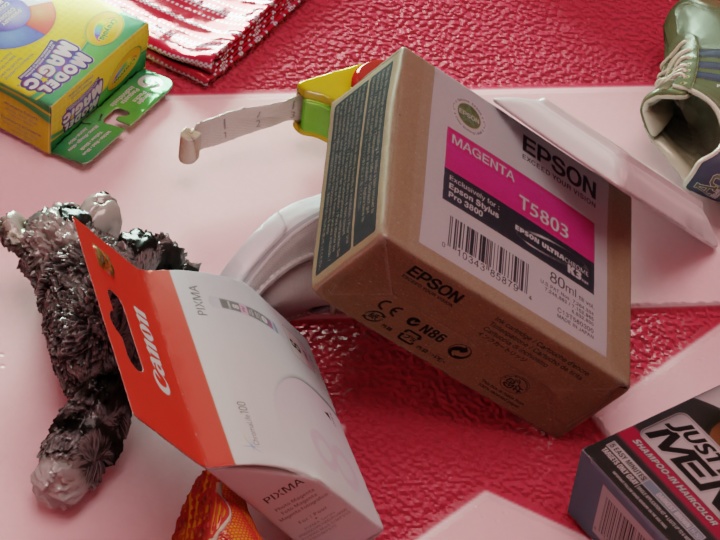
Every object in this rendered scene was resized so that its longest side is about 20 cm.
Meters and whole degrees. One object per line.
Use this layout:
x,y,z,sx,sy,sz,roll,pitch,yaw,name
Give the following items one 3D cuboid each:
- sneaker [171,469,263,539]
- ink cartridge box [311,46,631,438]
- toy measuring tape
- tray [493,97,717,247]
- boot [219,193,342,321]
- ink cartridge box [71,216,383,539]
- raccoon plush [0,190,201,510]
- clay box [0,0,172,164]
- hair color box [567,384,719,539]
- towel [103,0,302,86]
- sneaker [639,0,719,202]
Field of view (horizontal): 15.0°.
-0.062,0.196,1.520,0.077,0.073,0.201,12,43,-28,sneaker
0.073,-0.017,1.669,0.199,0.075,0.165,30,43,-25,ink cartridge box
-0.020,-0.093,1.812,0.199,0.074,0.074,-19,50,-25,toy measuring tape
0.164,-0.068,1.751,0.107,0.022,0.200,36,6,27,tray
0.000,0.000,1.711,0.095,0.074,0.200,35,46,24,boot
-0.075,0.060,1.564,0.057,0.200,0.163,-31,48,9,ink cartridge box
-0.187,0.037,1.645,0.133,0.097,0.200,10,50,35,raccoon plush
-0.235,-0.154,1.857,0.199,0.048,0.115,26,47,19,clay box
0.234,0.121,1.633,0.199,0.061,0.099,-22,51,-28,hair color box
-0.111,-0.216,1.959,0.144,0.023,0.200,26,47,19,towel
0.230,-0.120,1.865,0.089,0.067,0.201,6,44,-27,sneaker
